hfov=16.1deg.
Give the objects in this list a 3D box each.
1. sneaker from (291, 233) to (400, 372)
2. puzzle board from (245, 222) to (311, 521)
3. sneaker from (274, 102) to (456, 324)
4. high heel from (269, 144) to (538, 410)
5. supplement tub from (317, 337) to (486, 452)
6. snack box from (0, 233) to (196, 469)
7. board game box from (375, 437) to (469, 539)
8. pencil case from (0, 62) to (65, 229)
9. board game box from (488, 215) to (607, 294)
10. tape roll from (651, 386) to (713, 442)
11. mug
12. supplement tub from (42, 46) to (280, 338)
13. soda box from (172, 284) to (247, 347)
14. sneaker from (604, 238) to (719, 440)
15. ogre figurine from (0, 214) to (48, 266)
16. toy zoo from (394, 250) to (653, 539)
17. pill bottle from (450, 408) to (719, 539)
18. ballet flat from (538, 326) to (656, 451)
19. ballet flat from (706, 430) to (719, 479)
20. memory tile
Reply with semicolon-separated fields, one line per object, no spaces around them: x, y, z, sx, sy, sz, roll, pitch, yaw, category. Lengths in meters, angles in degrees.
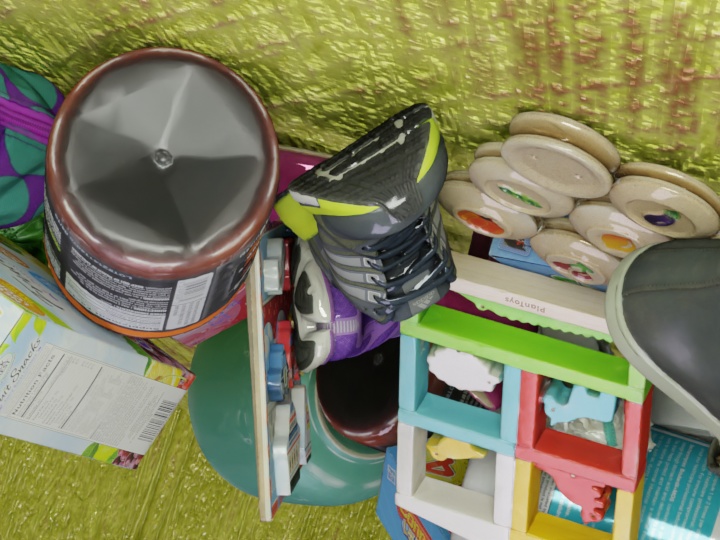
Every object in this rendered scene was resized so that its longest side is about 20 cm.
0.011;0.007;1.410;0.083;0.081;0.200;0;-171;14;sneaker
-0.042;0.046;1.398;0.017;0.151;0.200;-3;-176;4;puzzle board
0.014;-0.020;1.137;0.081;0.074;0.200;57;176;-1;sneaker
0.000;0.000;1.308;0.199;0.096;0.067;19;172;-18;high heel
0.073;0.081;1.627;0.107;0.107;0.200;8;168;47;supplement tub
-0.197;0.019;1.273;0.168;0.068;0.200;34;-177;22;snack box
0.139;0.167;1.509;0.195;0.056;0.200;-11;-139;-24;board game box
-0.214;-0.082;1.215;0.092;0.085;0.200;-6;164;23;pencil case
0.184;0.015;1.257;0.199;0.037;0.151;10;170;32;board game box
0.263;0.083;1.451;0.202;0.071;0.202;17;172;3;tape roll
-0.014;0.070;1.714;0.152;0.185;0.114;47;157;-23;mug
-0.098;-0.029;1.210;0.107;0.107;0.200;17;166;-4;supplement tub
-0.094;-0.006;1.419;0.070;0.064;0.200;-28;172;2;soda box
0.204;0.052;1.067;0.200;0.075;0.106;31;160;-22;sneaker
-0.202;-0.039;1.455;0.098;0.200;0.120;60;-177;1;ogre figurine
0.082;0.084;1.299;0.131;0.020;0.201;15;132;18;toy zoo
0.158;0.141;1.408;0.199;0.111;0.111;17;172;12;pill bottle
0.105;0.036;1.382;0.072;0.072;0.200;21;-162;-29;ballet flat
0.203;0.076;1.265;0.064;0.067;0.200;44;167;12;ballet flat
0.136;-0.006;1.129;0.199;0.017;0.153;26;162;-10;memory tile
